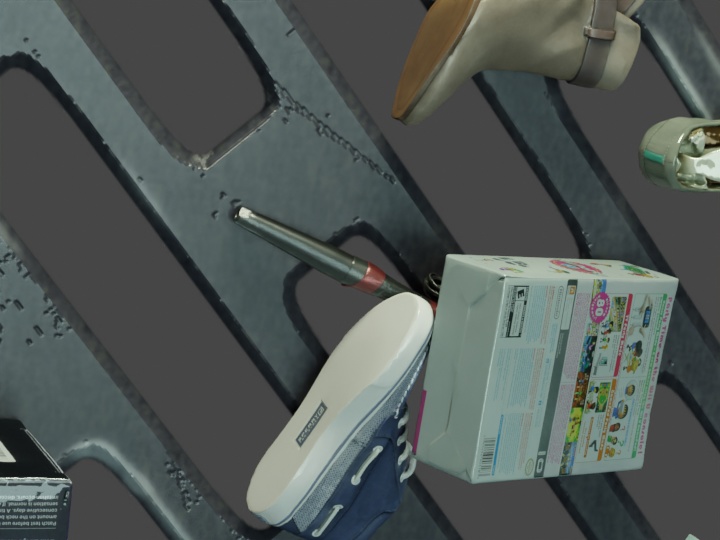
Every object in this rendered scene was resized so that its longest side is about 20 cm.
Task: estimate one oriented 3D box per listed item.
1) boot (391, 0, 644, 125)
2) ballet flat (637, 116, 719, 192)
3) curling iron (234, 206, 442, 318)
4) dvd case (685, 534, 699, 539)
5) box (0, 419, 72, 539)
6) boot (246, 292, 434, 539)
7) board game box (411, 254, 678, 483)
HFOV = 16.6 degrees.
[{"bbox_3d":[0.125,-0.166,1.754,0.146,0.070,0.201,27,92,-26],"label":"boot"},{"bbox_3d":[0.304,-0.083,1.841,0.199,0.064,0.068,-3,103,-20],"label":"ballet flat"},{"bbox_3d":[0.000,0.000,1.761,0.199,0.050,0.026,21,117,-17],"label":"curling iron"},{"bbox_3d":[0.289,0.318,1.946,0.200,0.022,0.146,37,87,-23],"label":"dvd case"},{"bbox_3d":[-0.265,0.214,1.649,0.104,0.148,0.201,1,102,-21],"label":"box"},{"bbox_3d":[0.009,0.111,1.765,0.090,0.073,0.200,29,108,-29],"label":"boot"},{"bbox_3d":[0.134,0.069,1.769,0.199,0.064,0.149,2,102,-46],"label":"board game box"}]
